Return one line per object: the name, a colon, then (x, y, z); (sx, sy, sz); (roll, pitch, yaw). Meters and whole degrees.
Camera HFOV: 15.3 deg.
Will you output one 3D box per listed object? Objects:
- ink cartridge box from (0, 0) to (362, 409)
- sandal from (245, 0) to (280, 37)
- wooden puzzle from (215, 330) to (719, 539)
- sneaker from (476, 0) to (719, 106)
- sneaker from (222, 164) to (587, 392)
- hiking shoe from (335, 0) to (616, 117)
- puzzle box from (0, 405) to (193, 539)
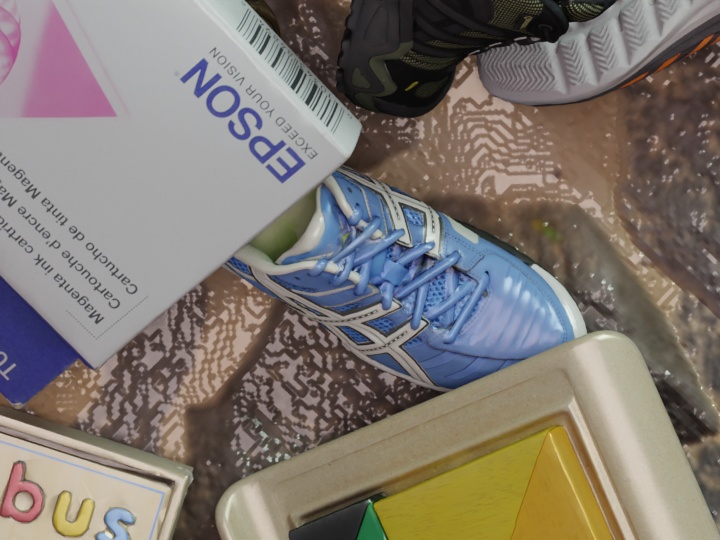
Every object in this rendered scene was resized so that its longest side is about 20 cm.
ink cartridge box: (-0.137, -0.060, 1.044); (0.200, 0.043, 0.196); (-40, 104, 20)
sandal: (-0.135, -0.096, 1.114); (0.200, 0.082, 0.055); (-11, 51, -10)
wooden puzzle: (0.054, 0.143, 1.109); (0.200, 0.037, 0.185); (-24, 87, 21)
sneaker: (0.150, -0.106, 1.099); (0.200, 0.112, 0.078); (-20, 64, 35)
sneaker: (0.000, 0.000, 1.111); (0.200, 0.077, 0.076); (24, 93, -1)
hiking shoe: (0.048, -0.107, 1.045); (0.101, 0.200, 0.076); (17, 69, 3)
puzzle box: (-0.184, 0.118, 1.152); (0.200, 0.025, 0.133); (17, 94, 1)
